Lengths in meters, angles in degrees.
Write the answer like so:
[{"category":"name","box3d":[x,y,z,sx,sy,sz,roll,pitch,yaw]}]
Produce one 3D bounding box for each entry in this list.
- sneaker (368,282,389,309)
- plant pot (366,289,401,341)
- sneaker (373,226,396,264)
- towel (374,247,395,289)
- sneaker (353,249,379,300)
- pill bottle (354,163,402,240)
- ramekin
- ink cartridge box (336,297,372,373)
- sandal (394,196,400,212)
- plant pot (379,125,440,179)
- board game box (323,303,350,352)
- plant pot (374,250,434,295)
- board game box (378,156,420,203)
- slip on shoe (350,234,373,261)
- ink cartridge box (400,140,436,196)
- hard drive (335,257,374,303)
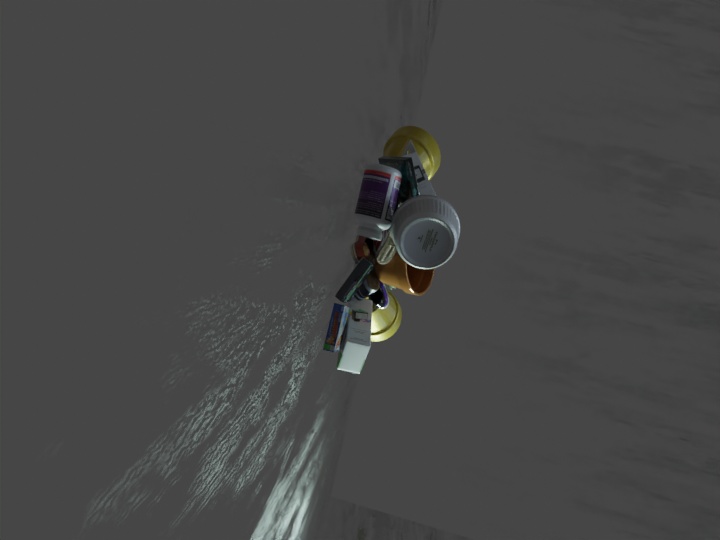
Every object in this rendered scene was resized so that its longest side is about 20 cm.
[{"category":"sneaker","box3d":[0.038,0.034,1.871,0.203,0.069,0.099,64,14,11]},{"category":"plant pot","box3d":[0.044,0.142,2.066,0.190,0.196,0.205,59,43,-60]},{"category":"sneaker","box3d":[0.097,-0.128,1.637,0.201,0.070,0.114,-55,-149,32]},{"category":"towel","box3d":[0.068,-0.048,1.873,0.153,0.023,0.204,-120,-171,-67]},{"category":"sneaker","box3d":[0.000,0.000,1.811,0.108,0.069,0.204,-42,-133,42]},{"category":"pill bottle","box3d":[0.046,-0.194,1.563,0.112,0.110,0.205,1,103,-85]},{"category":"ramekin","box3d":[0.181,-0.098,1.516,0.095,0.197,0.206,-82,-178,-60]},{"category":"ink cartridge box","box3d":[-0.018,0.208,1.798,0.202,0.082,0.147,-86,-169,-49]},{"category":"sandal","box3d":[0.077,-0.223,1.676,0.201,0.056,0.081,44,-63,60]},{"category":"plant pot","box3d":[0.147,-0.354,1.858,0.190,0.198,0.203,-51,160,-38]},{"category":"board game box","box3d":[-0.069,0.172,1.647,0.200,0.034,0.139,55,48,-84]},{"category":"plant pot","box3d":[0.134,-0.026,1.747,0.198,0.137,0.206,-4,95,-57]},{"category":"board game box","box3d":[0.116,-0.270,1.637,0.200,0.028,0.138,-149,-138,-67]},{"category":"slip on shoe","box3d":[0.016,-0.079,1.716,0.200,0.060,0.076,-58,133,-72]},{"category":"ink cartridge box","box3d":[0.153,-0.278,1.679,0.116,0.065,0.204,123,-55,-73]},{"category":"hard drive","box3d":[-0.014,0.029,1.633,0.141,0.038,0.200,-54,176,3]}]
